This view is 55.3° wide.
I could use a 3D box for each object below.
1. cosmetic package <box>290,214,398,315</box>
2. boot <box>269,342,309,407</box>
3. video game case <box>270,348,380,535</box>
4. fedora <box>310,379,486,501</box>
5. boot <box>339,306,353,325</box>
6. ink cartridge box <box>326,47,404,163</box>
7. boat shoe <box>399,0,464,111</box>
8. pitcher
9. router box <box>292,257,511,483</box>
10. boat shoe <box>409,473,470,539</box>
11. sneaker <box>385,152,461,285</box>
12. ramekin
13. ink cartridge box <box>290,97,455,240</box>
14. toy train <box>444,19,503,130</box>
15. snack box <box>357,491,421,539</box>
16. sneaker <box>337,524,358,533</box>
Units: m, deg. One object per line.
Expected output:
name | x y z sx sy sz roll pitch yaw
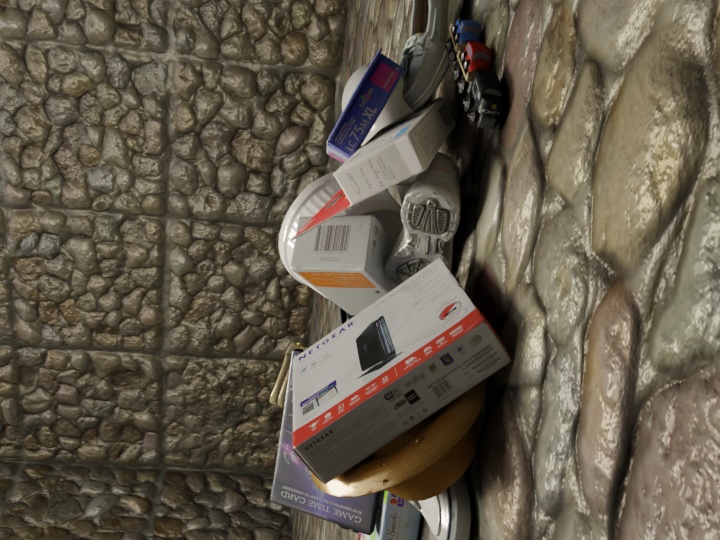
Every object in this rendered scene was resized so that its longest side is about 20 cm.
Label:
cosmetic package | 0.000 0.000 0.886 0.200 0.101 0.072 42 -128 -61
boot | -0.021 0.122 0.941 0.073 0.155 0.200 89 -156 -56
video game case | -0.035 0.211 0.856 0.019 0.142 0.201 -7 -73 -67
fedora | 0.046 0.161 0.662 0.082 0.200 0.201 54 -174 -18
boot | 0.015 0.114 1.045 0.075 0.096 0.201 103 169 -47
ink cartridge box | 0.003 -0.193 0.840 0.120 0.042 0.200 -59 3 3
boat shoe | 0.078 -0.289 0.829 0.074 0.065 0.203 158 129 -70
pitcher | 0.043 -0.205 1.037 0.172 0.121 0.200 81 174 -47
router box | 0.026 0.087 0.665 0.049 0.200 0.180 53 -174 -18
boat shoe | 0.063 0.221 0.726 0.200 0.066 0.074 -113 29 -74
sneaker | 0.083 -0.052 0.794 0.200 0.078 0.100 104 -174 -53
ramekin | -0.013 -0.043 1.031 0.094 0.202 0.203 42 134 41
ink cartridge box | 0.011 -0.121 0.786 0.045 0.176 0.200 59 -154 -13
toy train | 0.118 -0.215 0.719 0.200 0.034 0.046 -94 15 -48
snack box | 0.038 0.314 0.901 0.142 0.053 0.201 -122 39 -75
sneaker | 0.012 0.310 1.018 0.078 0.077 0.201 -106 24 -74
